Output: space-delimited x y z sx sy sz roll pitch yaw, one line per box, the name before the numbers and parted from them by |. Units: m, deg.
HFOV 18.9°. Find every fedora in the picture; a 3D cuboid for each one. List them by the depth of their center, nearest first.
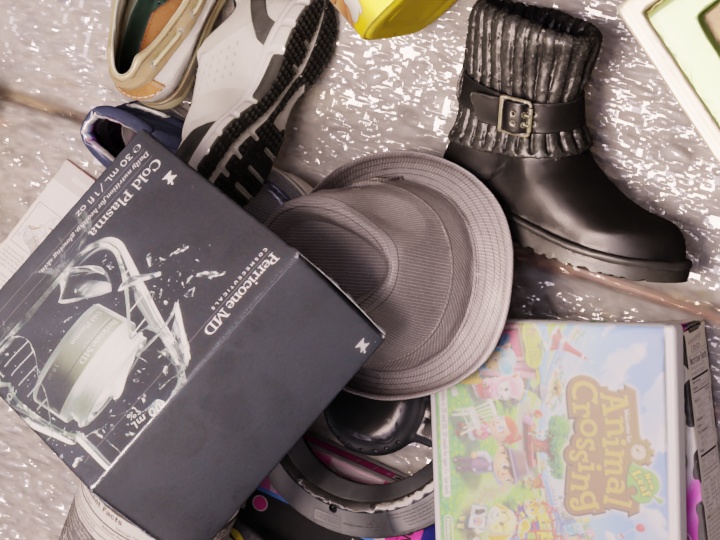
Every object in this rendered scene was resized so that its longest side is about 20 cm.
fedora | 0.000 0.000 1.507 0.200 0.090 0.177 11 92 41

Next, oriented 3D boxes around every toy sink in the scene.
toy sink | 0.291 -0.178 1.414 0.200 0.112 0.130 -34 84 23

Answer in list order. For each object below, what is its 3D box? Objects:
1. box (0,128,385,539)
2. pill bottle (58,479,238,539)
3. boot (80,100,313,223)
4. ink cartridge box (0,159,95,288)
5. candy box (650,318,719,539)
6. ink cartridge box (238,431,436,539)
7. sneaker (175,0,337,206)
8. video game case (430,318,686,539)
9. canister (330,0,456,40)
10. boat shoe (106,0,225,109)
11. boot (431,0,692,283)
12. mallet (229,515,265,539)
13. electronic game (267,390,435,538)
box | -0.128 0.047 1.432 0.200 0.124 0.197 -49 48 -4
pill bottle | -0.152 0.179 1.575 0.116 0.116 0.200 32 121 16
boot | -0.115 -0.060 1.612 0.200 0.090 0.073 31 108 16
ink cartridge box | -0.208 0.039 1.677 0.200 0.045 0.176 36 82 22
candy box | 0.182 0.140 1.530 0.136 0.061 0.200 -6 94 24
ink cartridge box | 0.000 0.192 1.630 0.200 0.037 0.095 22 105 17
sneaker | -0.094 -0.121 1.578 0.080 0.074 0.200 17 64 30
video game case | 0.136 0.133 1.504 0.182 0.022 0.200 1 97 25
canister | -0.017 -0.261 1.515 0.087 0.149 0.200 -42 82 21
boat shoe | -0.135 -0.221 1.592 0.075 0.068 0.200 11 85 21
boot | 0.150 -0.090 1.502 0.211 0.079 0.158 23 105 19
mallet | -0.109 0.192 1.639 0.200 0.041 0.066 47 118 34
electronic game | 0.012 0.096 1.593 0.200 0.042 0.200 -2 82 16
